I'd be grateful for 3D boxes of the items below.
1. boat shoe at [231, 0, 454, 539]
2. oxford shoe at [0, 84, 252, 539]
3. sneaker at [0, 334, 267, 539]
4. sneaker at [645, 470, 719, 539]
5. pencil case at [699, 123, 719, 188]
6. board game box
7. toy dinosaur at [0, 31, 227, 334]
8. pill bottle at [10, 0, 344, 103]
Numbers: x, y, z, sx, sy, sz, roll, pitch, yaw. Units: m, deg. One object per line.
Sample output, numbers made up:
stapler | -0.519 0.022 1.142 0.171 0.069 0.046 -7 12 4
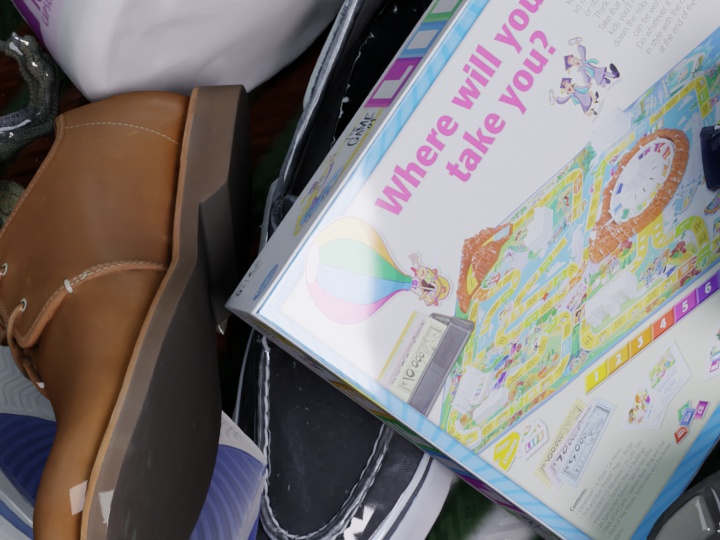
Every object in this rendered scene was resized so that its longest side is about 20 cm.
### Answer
boat shoe | 0.000 0.000 0.795 0.071 0.068 0.201 13 78 22
oxford shoe | -0.073 0.019 0.745 0.071 0.072 0.200 1 35 3
sneaker | -0.127 0.075 0.797 0.199 0.115 0.081 18 42 7
sneaker | 0.172 0.057 0.711 0.199 0.079 0.076 -16 79 13
pencil case | 0.193 -0.018 0.715 0.199 0.087 0.078 -1 50 0
board game box | 0.073 -0.033 0.762 0.134 0.034 0.200 37 83 -15
toy dinosaur | -0.129 -0.031 0.863 0.199 0.047 0.089 4 87 18
pill bottle | -0.092 -0.152 0.857 0.112 0.112 0.200 -39 64 1
